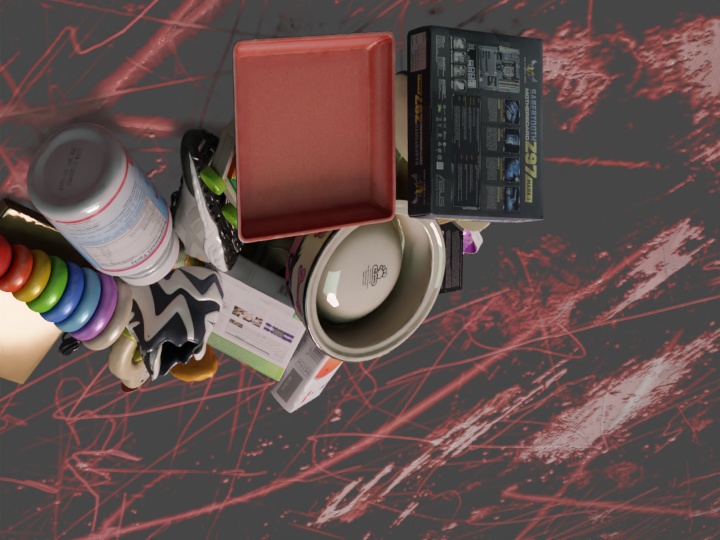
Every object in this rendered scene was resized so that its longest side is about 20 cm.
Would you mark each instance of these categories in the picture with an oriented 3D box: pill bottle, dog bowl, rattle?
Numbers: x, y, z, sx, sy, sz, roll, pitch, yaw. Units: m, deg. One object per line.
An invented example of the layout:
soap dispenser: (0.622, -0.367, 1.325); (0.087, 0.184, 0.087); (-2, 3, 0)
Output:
pill bottle: (-0.265, -0.063, 1.537); (0.108, 0.110, 0.200); (-23, 151, 4)
dog bowl: (0.000, 0.000, 1.660); (0.198, 0.074, 0.203); (-18, 123, -31)
rattle: (-0.239, 0.122, 1.818); (0.141, 0.131, 0.201); (21, 138, 5)

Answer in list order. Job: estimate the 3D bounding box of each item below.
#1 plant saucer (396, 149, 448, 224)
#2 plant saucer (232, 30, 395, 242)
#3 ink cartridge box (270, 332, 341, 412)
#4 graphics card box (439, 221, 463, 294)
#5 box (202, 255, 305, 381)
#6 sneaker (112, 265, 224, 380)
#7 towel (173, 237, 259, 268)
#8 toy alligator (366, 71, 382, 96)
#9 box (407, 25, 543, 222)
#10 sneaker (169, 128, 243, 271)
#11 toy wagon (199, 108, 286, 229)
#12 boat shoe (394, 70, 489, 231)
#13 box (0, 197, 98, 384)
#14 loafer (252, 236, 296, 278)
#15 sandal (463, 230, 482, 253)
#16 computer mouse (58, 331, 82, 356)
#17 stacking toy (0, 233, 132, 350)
plant saucer: (0.093, -0.121, 1.699); (0.197, 0.036, 0.202); (-13, 134, -13)
plant saucer: (-0.052, -0.142, 1.495); (0.198, 0.037, 0.203); (-10, 107, -34)
ink cartridge box: (-0.017, 0.096, 1.931); (0.199, 0.050, 0.163); (-21, 152, -52)
graphics card box: (0.032, -0.024, 1.797); (0.197, 0.051, 0.127); (-10, 113, -20)
box: (-0.138, 0.055, 1.784); (0.143, 0.037, 0.200); (28, 148, -1)
sneaker: (-0.261, 0.063, 1.681); (0.196, 0.131, 0.080); (5, 152, 1)
towel: (-0.160, -0.033, 1.750); (0.198, 0.018, 0.086); (-5, 148, -27)
toy alligator: (0.004, -0.141, 1.616); (0.054, 0.060, 0.201); (26, 138, -5)
box: (0.125, -0.155, 1.558); (0.156, 0.203, 0.051); (0, 179, -32)
sneaker: (-0.183, -0.076, 1.611); (0.078, 0.075, 0.201); (12, 141, 13)
toy wagon: (-0.088, -0.110, 1.573); (0.155, 0.039, 0.201); (-43, 146, -12)
boat shoe: (0.092, -0.141, 1.616); (0.073, 0.063, 0.202); (-21, 113, 40)
box: (-0.388, 0.028, 1.618); (0.163, 0.021, 0.201); (27, 108, -45)
loafer: (-0.101, 0.015, 1.780); (0.074, 0.070, 0.201); (-10, 146, -20)
sandal: (0.129, -0.037, 1.899); (0.081, 0.050, 0.203); (-7, 147, -25)
computer mouse: (-0.394, 0.070, 1.714); (0.198, 0.045, 0.109); (15, 160, -43)
stacking toy: (-0.347, 0.012, 1.568); (0.085, 0.086, 0.199); (-37, 133, 26)
